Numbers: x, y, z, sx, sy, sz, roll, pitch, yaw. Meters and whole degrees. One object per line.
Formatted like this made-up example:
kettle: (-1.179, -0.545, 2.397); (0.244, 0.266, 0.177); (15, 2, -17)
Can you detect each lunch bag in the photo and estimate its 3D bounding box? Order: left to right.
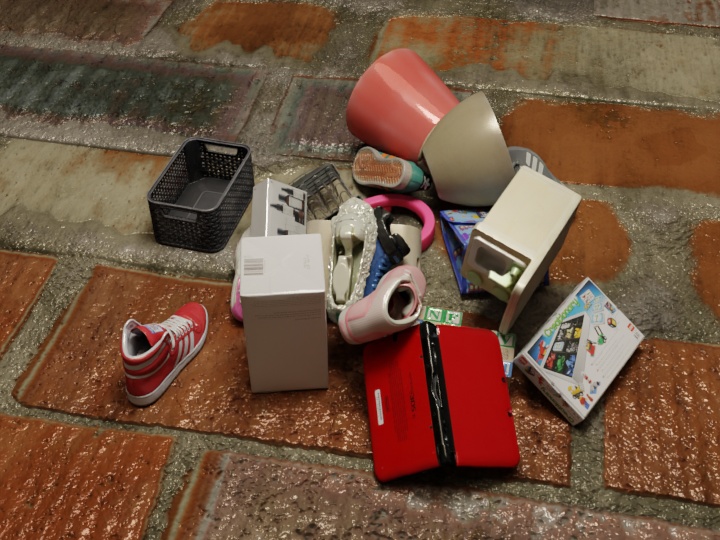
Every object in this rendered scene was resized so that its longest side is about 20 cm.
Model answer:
lunch bag: (0.222, -0.054, 1.529); (0.147, 0.096, 0.201); (-5, 29, -6)

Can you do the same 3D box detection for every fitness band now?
fitness band: (0.035, -0.070, 1.570); (0.197, 0.038, 0.144); (-20, 46, -18)

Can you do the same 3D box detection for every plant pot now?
plant pot: (0.101, -0.290, 1.707); (0.199, 0.202, 0.177); (-31, 59, -29)
plant pot: (0.184, -0.195, 1.585); (0.132, 0.202, 0.202); (-20, 43, 6)

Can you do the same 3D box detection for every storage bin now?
storage bin: (-0.280, -0.138, 1.606); (0.133, 0.095, 0.202); (10, 44, 11)

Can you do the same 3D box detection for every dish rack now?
dish rack: (-0.080, -0.113, 1.568); (0.152, 0.055, 0.201); (-33, 46, 1)

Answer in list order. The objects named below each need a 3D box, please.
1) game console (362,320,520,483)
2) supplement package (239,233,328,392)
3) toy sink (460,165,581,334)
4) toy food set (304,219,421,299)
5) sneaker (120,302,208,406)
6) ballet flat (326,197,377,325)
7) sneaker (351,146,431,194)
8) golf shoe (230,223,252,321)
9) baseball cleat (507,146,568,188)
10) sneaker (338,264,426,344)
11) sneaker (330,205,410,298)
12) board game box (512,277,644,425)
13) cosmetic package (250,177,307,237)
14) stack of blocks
game console: (0.108, 0.186, 1.251); (0.170, 0.118, 0.203); (-23, 58, 29)
supplement package: (-0.108, 0.064, 1.303); (0.117, 0.202, 0.122); (-4, 42, -4)
toy sink: (0.224, -0.031, 1.336); (0.111, 0.131, 0.201); (29, 61, 15)
toy food set: (0.000, 0.000, 1.454); (0.196, 0.060, 0.146); (3, 76, 2)
sneaker: (-0.289, 0.092, 1.341); (0.070, 0.114, 0.201); (13, 44, 14)
ballet flat: (-0.015, -0.021, 1.323); (0.070, 0.072, 0.204); (3, 72, 5)
sneaker: (0.055, -0.175, 1.653); (0.079, 0.073, 0.199); (18, 7, -32)
golf shoe: (-0.177, 0.000, 1.483); (0.091, 0.075, 0.203); (-22, 43, 45)
baseball cleat: (0.304, -0.167, 1.631); (0.105, 0.071, 0.200); (-2, 35, -42)
sneaker: (0.062, 0.040, 1.286); (0.104, 0.076, 0.199); (-24, 6, 41)
sneaker: (0.027, -0.002, 1.382); (0.109, 0.077, 0.203); (-15, 70, 8)
board game box: (0.325, 0.115, 1.328); (0.126, 0.035, 0.200); (46, 55, 5)
cosmetic package: (-0.132, -0.039, 1.440); (0.082, 0.050, 0.204); (15, 65, -35)
stack of blocks: (0.129, 0.120, 1.345); (0.196, 0.059, 0.116); (8, 43, 9)
